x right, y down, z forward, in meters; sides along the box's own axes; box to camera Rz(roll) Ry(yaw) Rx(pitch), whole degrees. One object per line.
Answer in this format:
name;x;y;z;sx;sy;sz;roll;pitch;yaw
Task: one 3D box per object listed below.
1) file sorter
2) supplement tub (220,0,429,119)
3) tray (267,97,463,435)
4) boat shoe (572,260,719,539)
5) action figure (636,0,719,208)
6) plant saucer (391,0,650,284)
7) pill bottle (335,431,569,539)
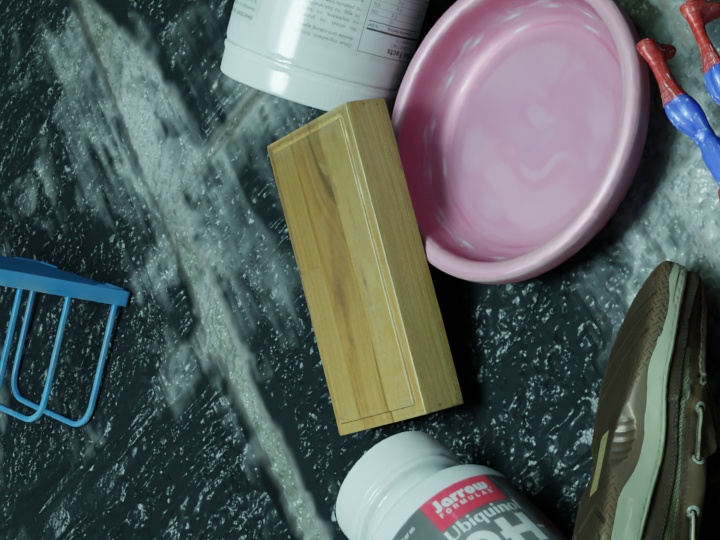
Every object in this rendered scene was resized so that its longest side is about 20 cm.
file sorter;-0.315;0.048;1.273;0.138;0.199;0.124;14;91;46
supplement tub;-0.011;-0.215;1.077;0.132;0.131;0.202;29;107;45
tray;0.000;0.000;1.032;0.098;0.037;0.202;-21;81;53
boat shoe;0.170;0.094;0.868;0.075;0.074;0.204;120;170;-64
action figure;0.217;-0.052;0.877;0.065;0.051;0.202;-37;60;38
plant saucer;0.104;-0.088;0.998;0.199;0.051;0.203;-14;69;41
pill bottle;0.071;0.183;0.911;0.200;0.110;0.111;42;109;42
